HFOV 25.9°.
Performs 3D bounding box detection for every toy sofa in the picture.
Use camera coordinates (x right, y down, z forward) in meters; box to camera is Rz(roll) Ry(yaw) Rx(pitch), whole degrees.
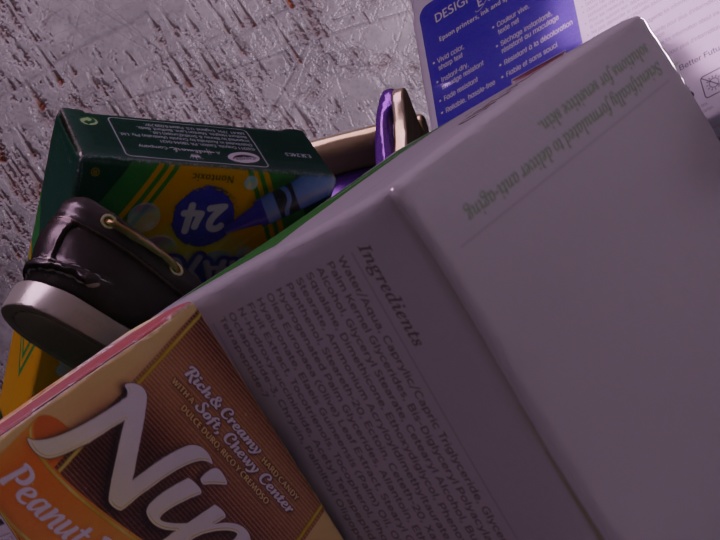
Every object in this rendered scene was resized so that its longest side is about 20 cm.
[{"bbox_3d":[0.000,0.000,0.849,0.083,0.098,0.200,-13,46,17],"label":"toy sofa"}]

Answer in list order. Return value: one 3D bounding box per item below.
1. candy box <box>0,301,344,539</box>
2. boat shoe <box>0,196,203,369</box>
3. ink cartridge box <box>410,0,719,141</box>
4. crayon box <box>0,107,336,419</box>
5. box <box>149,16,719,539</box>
[{"bbox_3d":[-0.061,0.127,0.590,0.055,0.200,0.115,-27,8,47],"label":"candy box"},{"bbox_3d":[-0.067,0.040,0.711,0.072,0.201,0.061,-4,57,46],"label":"boat shoe"},{"bbox_3d":[0.119,-0.125,0.794,0.198,0.200,0.047,-29,-37,32],"label":"ink cartridge box"},{"bbox_3d":[-0.101,0.026,0.768,0.126,0.200,0.052,3,31,-27],"label":"crayon box"},{"bbox_3d":[0.063,0.039,0.661,0.171,0.200,0.199,-25,8,45],"label":"box"}]
